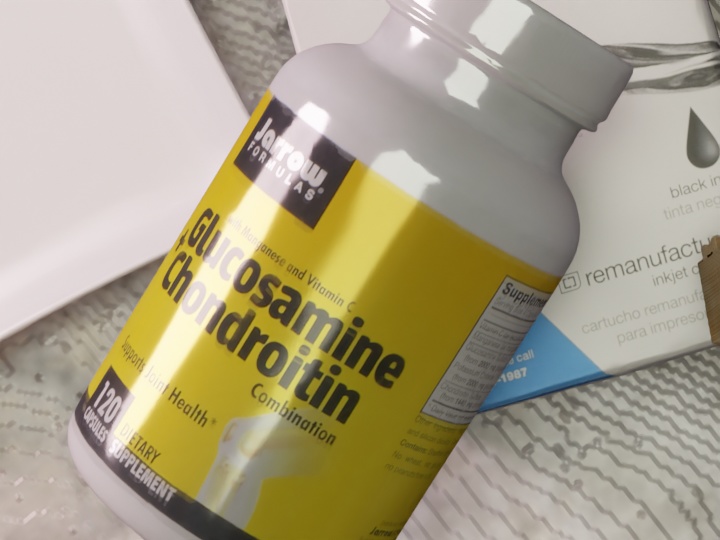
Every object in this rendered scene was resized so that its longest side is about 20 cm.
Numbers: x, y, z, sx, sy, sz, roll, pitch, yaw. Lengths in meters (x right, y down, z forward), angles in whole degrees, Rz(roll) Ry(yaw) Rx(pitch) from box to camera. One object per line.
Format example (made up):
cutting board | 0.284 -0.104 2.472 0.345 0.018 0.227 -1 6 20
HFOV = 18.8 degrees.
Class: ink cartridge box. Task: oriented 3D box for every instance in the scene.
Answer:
ink cartridge box | 0.060 -0.058 0.784 0.145 0.086 0.202 -17 87 9

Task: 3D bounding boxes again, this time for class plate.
plate | -0.156 -0.071 0.846 0.199 0.032 0.201 -28 83 7

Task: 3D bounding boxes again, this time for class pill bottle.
pill bottle | 0.000 0.000 0.694 0.112 0.112 0.201 33 98 9

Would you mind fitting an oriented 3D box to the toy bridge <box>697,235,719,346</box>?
toy bridge | 0.201 0.008 0.739 0.199 0.027 0.068 11 55 -25
